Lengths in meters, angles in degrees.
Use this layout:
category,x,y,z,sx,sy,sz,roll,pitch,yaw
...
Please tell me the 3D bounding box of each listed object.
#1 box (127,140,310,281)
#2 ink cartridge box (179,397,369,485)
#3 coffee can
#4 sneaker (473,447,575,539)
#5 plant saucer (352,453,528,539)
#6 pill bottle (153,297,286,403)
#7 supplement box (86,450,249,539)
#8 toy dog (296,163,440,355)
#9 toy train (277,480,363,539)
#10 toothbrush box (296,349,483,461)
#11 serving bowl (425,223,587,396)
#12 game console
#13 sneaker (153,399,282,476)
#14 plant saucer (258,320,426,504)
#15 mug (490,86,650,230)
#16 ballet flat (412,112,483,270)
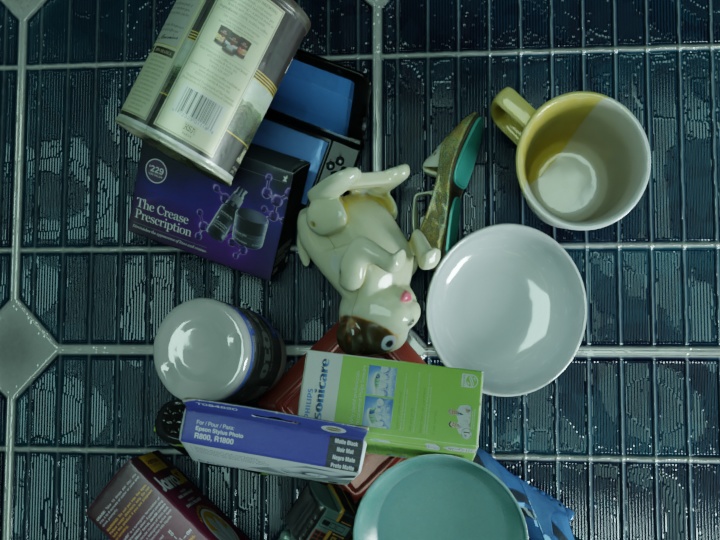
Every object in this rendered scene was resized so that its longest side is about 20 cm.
category,x,y,z,sx,sy,sz,roll,pitch,yaw
box,-0.176,-0.092,1.099,0.196,0.079,0.144,18,107,8
ink cartridge box,-0.095,0.191,0.958,0.194,0.201,0.042,10,69,-2
coffee can,-0.162,-0.219,0.977,0.144,0.146,0.203,27,87,7
sneaker,0.202,0.287,1.066,0.078,0.066,0.201,-35,82,-14
plant saucer,0.090,0.298,0.995,0.195,0.036,0.205,1,99,7
pill bottle,-0.155,0.099,1.040,0.111,0.200,0.117,-1,82,10
supplement box,-0.222,0.323,1.079,0.199,0.110,0.086,42,90,7
toy dog,0.000,0.000,1.043,0.192,0.138,0.204,-26,79,31
toy train,-0.059,0.347,1.053,0.113,0.085,0.202,31,98,-25
toothbrush box,0.036,0.159,1.004,0.195,0.146,0.088,5,70,7
serving bowl,0.171,0.046,1.073,0.195,0.066,0.206,0,91,-6
game console,-0.100,-0.175,1.101,0.196,0.116,0.180,21,88,7
sneaker,-0.162,0.210,1.103,0.195,0.083,0.073,17,59,4
plant saucer,-0.001,0.173,1.105,0.200,0.037,0.200,-43,83,2
mug,0.246,-0.132,1.042,0.146,0.153,0.191,-16,84,5
ballet flat,0.102,-0.103,1.103,0.069,0.071,0.205,12,87,7
